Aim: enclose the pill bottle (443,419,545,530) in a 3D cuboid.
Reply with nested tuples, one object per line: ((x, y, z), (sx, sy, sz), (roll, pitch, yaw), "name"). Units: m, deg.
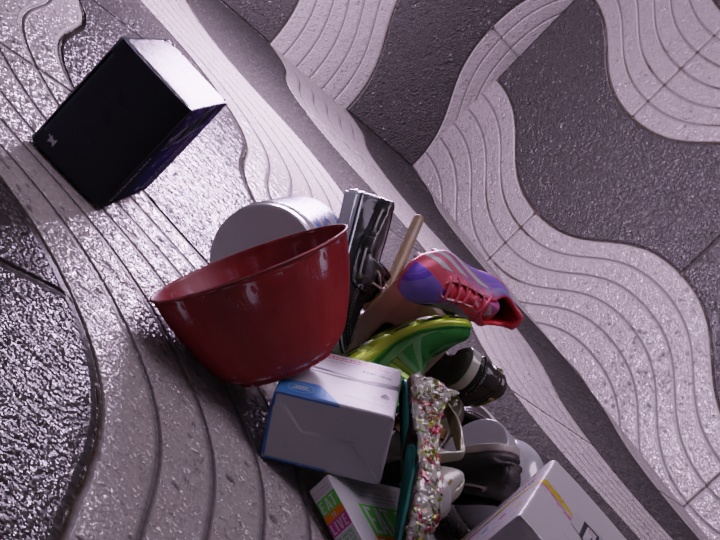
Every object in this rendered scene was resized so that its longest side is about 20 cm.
((0.170, 0.261, 1.382), (0.201, 0.112, 0.113), (54, 4, -34), "pill bottle")

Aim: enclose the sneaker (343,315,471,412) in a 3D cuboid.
((0.037, 0.111, 1.355), (0.085, 0.198, 0.074), (64, -11, -6), "sneaker")

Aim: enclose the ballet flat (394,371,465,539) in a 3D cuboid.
((0.066, 0.174, 1.133), (0.063, 0.076, 0.202), (9, 44, -4), "ballet flat")

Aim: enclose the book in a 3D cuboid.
((0.040, 0.281, 1.098), (0.133, 0.048, 0.201), (29, 23, -52), "book")

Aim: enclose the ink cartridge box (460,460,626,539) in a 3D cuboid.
((0.145, 0.278, 1.034), (0.145, 0.147, 0.200), (49, 16, 9), "ink cartridge box")

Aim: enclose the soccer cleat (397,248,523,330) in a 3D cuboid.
((0.116, 0.026, 1.390), (0.076, 0.067, 0.199), (39, 13, 33), "soccer cleat")

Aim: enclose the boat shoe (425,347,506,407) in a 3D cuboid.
((0.118, 0.138, 1.525), (0.060, 0.072, 0.201), (31, -13, -12), "boat shoe")

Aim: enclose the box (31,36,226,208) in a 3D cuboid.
((-0.245, -0.164, 1.331), (0.104, 0.148, 0.200), (45, 11, -4), "box")

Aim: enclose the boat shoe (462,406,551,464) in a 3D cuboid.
((0.180, 0.238, 1.518), (0.199, 0.067, 0.057), (40, 17, 31), "boat shoe")

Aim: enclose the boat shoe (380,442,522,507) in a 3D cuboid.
((0.075, 0.213, 1.209), (0.066, 0.198, 0.058), (24, 59, -36), "boat shoe")

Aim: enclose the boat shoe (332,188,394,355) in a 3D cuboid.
((0.000, 0.000, 1.392), (0.070, 0.203, 0.072), (6, -20, 8), "boat shoe")

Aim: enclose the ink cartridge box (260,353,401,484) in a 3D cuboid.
((-0.023, 0.131, 1.196), (0.114, 0.069, 0.200), (13, 11, 1), "ink cartridge box")

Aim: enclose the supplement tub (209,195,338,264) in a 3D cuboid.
((-0.092, -0.019, 1.442), (0.132, 0.132, 0.200), (46, 9, 2), "supplement tub")

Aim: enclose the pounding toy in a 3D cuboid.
((0.041, 0.056, 1.496), (0.142, 0.200, 0.184), (45, 10, 2), "pounding toy")

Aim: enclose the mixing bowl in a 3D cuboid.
((-0.088, 0.041, 1.155), (0.200, 0.197, 0.110), (-65, 136, -79), "mixing bowl")

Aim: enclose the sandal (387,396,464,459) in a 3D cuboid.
((0.070, 0.182, 1.371), (0.081, 0.055, 0.200), (26, 36, 15), "sandal")
